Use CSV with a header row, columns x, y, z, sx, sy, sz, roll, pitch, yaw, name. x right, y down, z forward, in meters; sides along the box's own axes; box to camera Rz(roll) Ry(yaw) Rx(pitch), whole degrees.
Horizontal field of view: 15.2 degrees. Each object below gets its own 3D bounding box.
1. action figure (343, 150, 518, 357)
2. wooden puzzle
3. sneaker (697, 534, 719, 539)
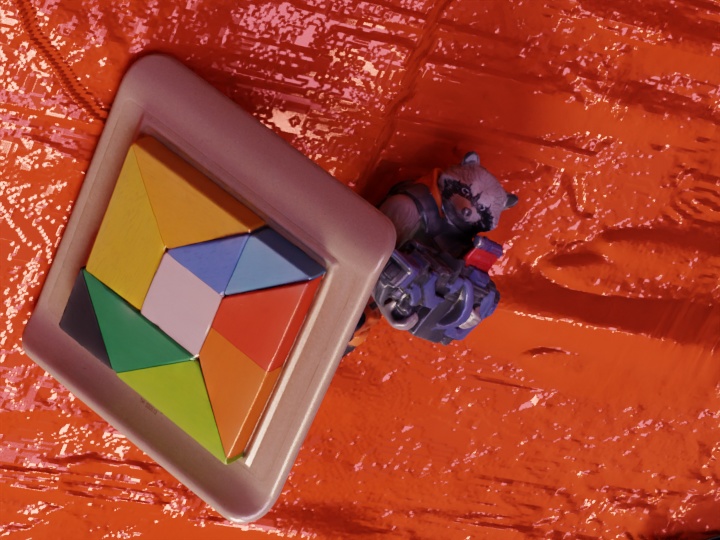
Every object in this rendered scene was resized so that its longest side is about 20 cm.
x,y,z,sx,sy,sz,roll,pitch,yaw,name
0.000,0.000,1.519,0.193,0.105,0.200,-36,164,2,action figure
-0.091,0.012,1.464,0.037,0.185,0.201,-20,142,-56,wooden puzzle
0.274,0.217,1.812,0.199,0.060,0.105,-7,133,-10,sneaker
